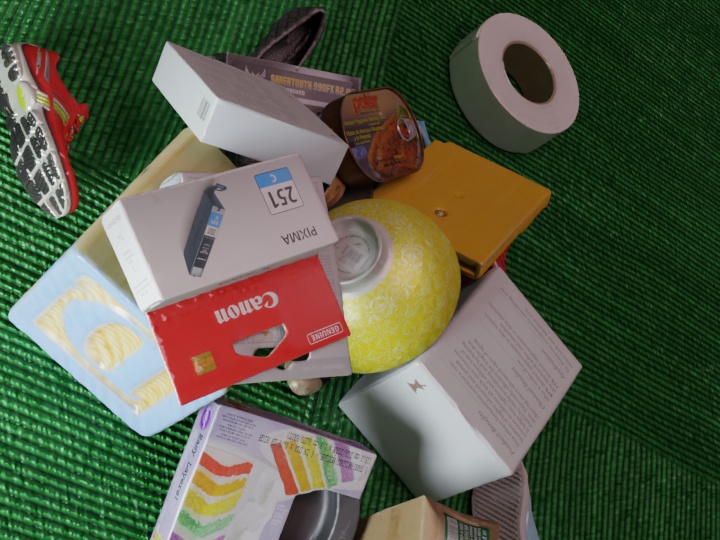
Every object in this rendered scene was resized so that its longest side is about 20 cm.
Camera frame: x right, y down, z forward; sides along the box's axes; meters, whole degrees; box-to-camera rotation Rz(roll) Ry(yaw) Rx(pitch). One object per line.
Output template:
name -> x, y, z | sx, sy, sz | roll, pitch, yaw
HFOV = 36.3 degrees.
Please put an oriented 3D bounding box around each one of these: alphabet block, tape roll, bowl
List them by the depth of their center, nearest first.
alphabet block -> -0.194, 0.015, 1.106 | 0.196, 0.195, 0.200 | 45, 49, -13
bowl -> 0.000, 0.000, 1.180 | 0.108, 0.199, 0.201 | 54, 32, -61
tape roll -> 0.229, -0.279, 1.634 | 0.202, 0.071, 0.203 | 15, 61, -30

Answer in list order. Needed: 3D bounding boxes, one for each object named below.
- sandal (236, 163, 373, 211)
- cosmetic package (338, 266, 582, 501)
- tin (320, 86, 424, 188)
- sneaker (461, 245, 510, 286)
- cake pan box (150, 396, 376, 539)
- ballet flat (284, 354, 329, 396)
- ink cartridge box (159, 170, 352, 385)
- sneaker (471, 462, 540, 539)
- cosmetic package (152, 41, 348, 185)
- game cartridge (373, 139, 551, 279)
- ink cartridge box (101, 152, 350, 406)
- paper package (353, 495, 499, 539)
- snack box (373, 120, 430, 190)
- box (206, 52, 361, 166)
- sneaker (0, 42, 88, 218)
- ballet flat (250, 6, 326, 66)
sandal -> -0.060, -0.100, 1.262 | 0.199, 0.055, 0.082 | 5, 55, -37
cosmetic package -> 0.119, 0.136, 1.297 | 0.168, 0.166, 0.200 | 51, 49, -6
tin -> 0.016, -0.160, 1.320 | 0.200, 0.042, 0.112 | -23, 98, -61
sneaker -> 0.188, -0.018, 1.479 | 0.115, 0.078, 0.201 | -10, 77, -38
cake pan box -> -0.097, 0.241, 1.112 | 0.199, 0.052, 0.185 | 24, 89, -28
ballet flat -> -0.032, 0.064, 1.290 | 0.066, 0.057, 0.200 | 41, 51, -13
ink cartridge box -> -0.096, 0.008, 1.033 | 0.160, 0.047, 0.201 | -1, 75, -37
sneaker -> 0.183, 0.319, 1.337 | 0.082, 0.074, 0.201 | 48, 36, -49
cosmetic package -> -0.119, -0.166, 1.143 | 0.150, 0.052, 0.200 | 14, 19, -30
game cartridge -> 0.121, -0.083, 1.381 | 0.176, 0.033, 0.200 | 29, 42, 20
ink cartridge box -> -0.104, 0.001, 0.971 | 0.200, 0.045, 0.177 | -21, 84, -39
paper package -> 0.044, 0.356, 1.123 | 0.103, 0.190, 0.201 | 26, 55, -25
snack box -> 0.056, -0.102, 1.446 | 0.116, 0.037, 0.201 | -3, 71, -37
box -> -0.094, -0.165, 1.315 | 0.199, 0.048, 0.159 | 2, 91, -38
sneaker -> -0.324, -0.154, 1.167 | 0.085, 0.077, 0.201 | -8, 74, -44
ballet flat -> -0.106, -0.254, 1.365 | 0.066, 0.057, 0.201 | 36, 64, -23
